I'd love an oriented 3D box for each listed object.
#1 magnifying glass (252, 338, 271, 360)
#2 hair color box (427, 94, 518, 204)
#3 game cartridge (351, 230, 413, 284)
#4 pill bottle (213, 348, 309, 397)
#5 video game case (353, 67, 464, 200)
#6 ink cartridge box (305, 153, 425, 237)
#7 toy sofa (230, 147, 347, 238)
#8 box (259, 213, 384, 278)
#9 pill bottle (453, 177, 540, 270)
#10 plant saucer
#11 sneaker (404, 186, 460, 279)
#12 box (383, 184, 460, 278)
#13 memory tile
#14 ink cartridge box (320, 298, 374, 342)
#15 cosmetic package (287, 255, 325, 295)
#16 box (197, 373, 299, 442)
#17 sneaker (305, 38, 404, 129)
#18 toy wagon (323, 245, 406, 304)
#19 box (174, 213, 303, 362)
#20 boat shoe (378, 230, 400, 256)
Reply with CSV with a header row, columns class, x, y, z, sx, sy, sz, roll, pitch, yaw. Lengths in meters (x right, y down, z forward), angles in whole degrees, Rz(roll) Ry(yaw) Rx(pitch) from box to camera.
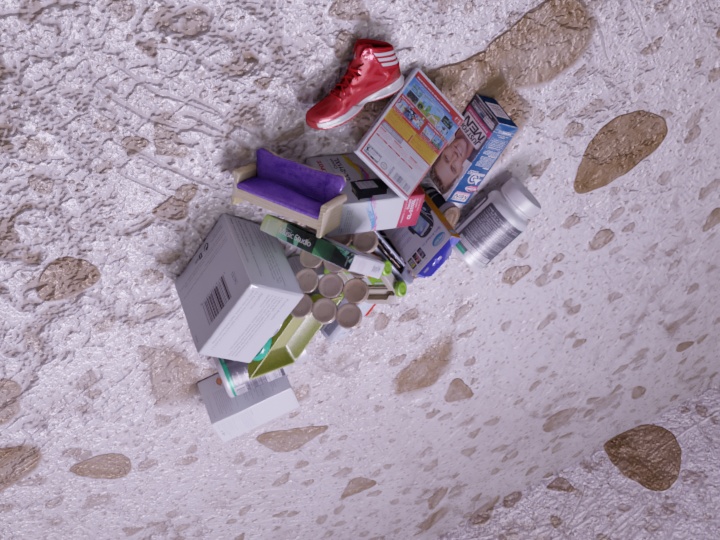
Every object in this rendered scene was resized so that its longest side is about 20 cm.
class,x,y,z,sx,sy,sz,roll,pitch,yaw
magnifying glass,-0.220,0.090,1.761,0.022,0.201,0.079,20,134,-40
hair color box,0.223,-0.243,1.752,0.060,0.100,0.201,6,131,-37
game cartridge,0.007,-0.034,1.780,0.132,0.042,0.200,-10,134,40
pill bottle,-0.224,0.198,1.957,0.199,0.113,0.113,-23,143,-9
video game case,0.093,-0.253,1.607,0.143,0.017,0.201,41,78,-26
ink cartridge box,0.001,-0.151,1.673,0.199,0.146,0.083,-9,139,-26
toy sofa,-0.128,-0.143,1.548,0.083,0.199,0.098,-37,144,-58
box,-0.068,-0.044,1.585,0.144,0.199,0.037,15,97,-66
pill bottle,0.300,-0.105,1.940,0.200,0.113,0.113,-44,141,20
plant saucer,-0.146,0.124,1.800,0.201,0.048,0.199,-54,164,18
sneaker,0.131,-0.084,1.861,0.070,0.109,0.201,4,125,-42
box,0.121,-0.080,1.790,0.041,0.201,0.119,8,131,-52
memory tile,-0.052,0.006,1.668,0.152,0.202,0.017,10,170,14
ink cartridge box,0.015,0.081,1.980,0.199,0.047,0.160,-12,145,-55
cosmetic package,-0.133,0.026,1.853,0.199,0.071,0.102,-10,139,-24
box,-0.263,0.292,2.032,0.199,0.125,0.098,-24,143,-6
sneaker,-0.022,-0.339,1.518,0.199,0.078,0.116,-34,136,-15
toy wagon,0.000,0.000,1.763,0.154,0.040,0.200,-1,140,36
box,-0.241,0.036,1.686,0.130,0.201,0.199,16,124,-42
boat shoe,0.064,-0.028,1.902,0.075,0.093,0.200,-40,142,14
